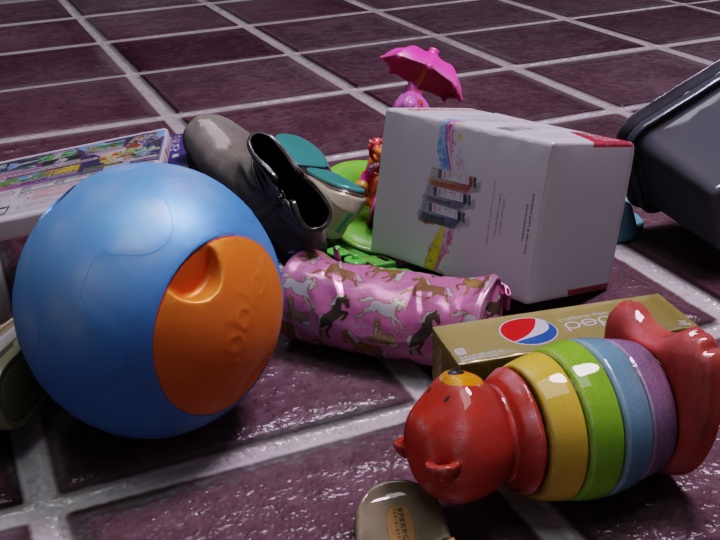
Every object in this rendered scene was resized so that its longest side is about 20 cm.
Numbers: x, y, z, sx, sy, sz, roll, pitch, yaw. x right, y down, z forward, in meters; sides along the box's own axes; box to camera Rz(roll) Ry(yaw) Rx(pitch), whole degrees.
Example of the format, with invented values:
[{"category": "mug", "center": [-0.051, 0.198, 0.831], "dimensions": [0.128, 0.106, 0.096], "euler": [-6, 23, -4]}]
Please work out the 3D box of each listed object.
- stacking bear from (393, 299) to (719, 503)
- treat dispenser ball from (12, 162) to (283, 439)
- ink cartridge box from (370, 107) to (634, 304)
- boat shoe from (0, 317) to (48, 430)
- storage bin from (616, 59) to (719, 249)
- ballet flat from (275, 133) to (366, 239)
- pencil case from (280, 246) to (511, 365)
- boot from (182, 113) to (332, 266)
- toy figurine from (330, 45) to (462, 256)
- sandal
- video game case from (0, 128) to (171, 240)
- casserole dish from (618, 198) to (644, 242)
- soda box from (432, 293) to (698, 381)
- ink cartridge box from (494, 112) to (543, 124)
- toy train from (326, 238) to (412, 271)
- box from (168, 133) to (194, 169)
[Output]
[{"category": "stacking bear", "center": [0.122, 0.099, 0.697], "dimensions": [0.197, 0.116, 0.121], "euler": [-8, 15, -19]}, {"category": "treat dispenser ball", "center": [-0.156, 0.022, 0.784], "dimensions": [0.197, 0.204, 0.202], "euler": [-2, 24, 1]}, {"category": "ink cartridge box", "center": [0.130, -0.070, 1.009], "dimensions": [0.198, 0.147, 0.144], "euler": [21, 20, 41]}, {"category": "boat shoe", "center": [-0.271, 0.066, 0.851], "dimensions": [0.067, 0.076, 0.200], "euler": [-5, 14, 13]}, {"category": "storage bin", "center": [0.383, -0.110, 1.062], "dimensions": [0.198, 0.147, 0.135], "euler": [-30, 41, -4]}, {"category": "ballet flat", "center": [-0.055, -0.087, 1.105], "dimensions": [0.068, 0.071, 0.200], "euler": [-11, 27, -19]}, {"category": "pencil case", "center": [0.026, 0.032, 0.899], "dimensions": [0.197, 0.088, 0.083], "euler": [10, -3, 24]}, {"category": "boot", "center": [-0.092, -0.096, 0.973], "dimensions": [0.067, 0.131, 0.200], "euler": [-38, 76, -18]}, {"category": "toy figurine", "center": [0.041, -0.143, 1.118], "dimensions": [0.148, 0.186, 0.201], "euler": [18, 33, 5]}, {"category": "sandal", "center": [0.033, 0.174, 0.613], "dimensions": [0.079, 0.055, 0.201], "euler": [-4, 24, -7]}, {"category": "video game case", "center": [-0.279, -0.078, 0.980], "dimensions": [0.196, 0.023, 0.183], "euler": [-12, 25, -1]}, {"category": "casserole dish", "center": [0.212, -0.067, 1.155], "dimensions": [0.196, 0.039, 0.122], "euler": [-1, 25, -1]}, {"category": "soda box", "center": [0.157, 0.072, 0.812], "dimensions": [0.196, 0.069, 0.064], "euler": [-8, 24, -14]}, {"category": "ink cartridge box", "center": [0.170, -0.151, 1.314], "dimensions": [0.103, 0.060, 0.199], "euler": [-22, 31, -37]}, {"category": "toy train", "center": [0.000, 0.000, 1.023], "dimensions": [0.056, 0.042, 0.199], "euler": [-8, 23, -38]}, {"category": "box", "center": [-0.230, -0.050, 1.053], "dimensions": [0.145, 0.106, 0.200], "euler": [-12, 24, -6]}]
